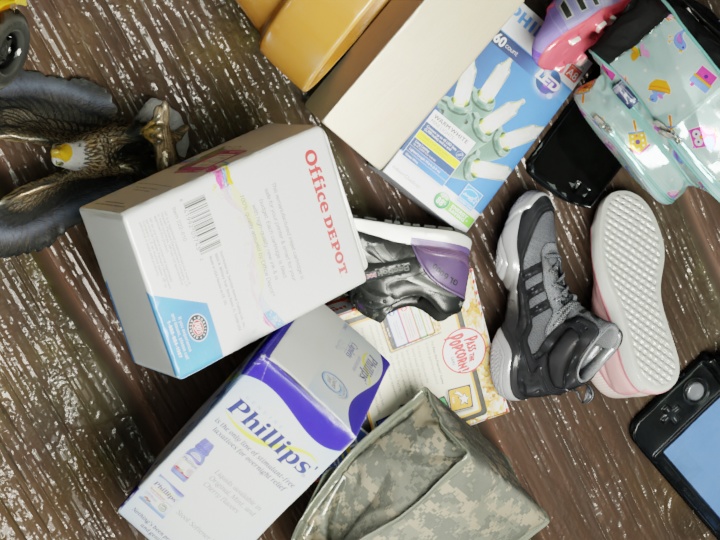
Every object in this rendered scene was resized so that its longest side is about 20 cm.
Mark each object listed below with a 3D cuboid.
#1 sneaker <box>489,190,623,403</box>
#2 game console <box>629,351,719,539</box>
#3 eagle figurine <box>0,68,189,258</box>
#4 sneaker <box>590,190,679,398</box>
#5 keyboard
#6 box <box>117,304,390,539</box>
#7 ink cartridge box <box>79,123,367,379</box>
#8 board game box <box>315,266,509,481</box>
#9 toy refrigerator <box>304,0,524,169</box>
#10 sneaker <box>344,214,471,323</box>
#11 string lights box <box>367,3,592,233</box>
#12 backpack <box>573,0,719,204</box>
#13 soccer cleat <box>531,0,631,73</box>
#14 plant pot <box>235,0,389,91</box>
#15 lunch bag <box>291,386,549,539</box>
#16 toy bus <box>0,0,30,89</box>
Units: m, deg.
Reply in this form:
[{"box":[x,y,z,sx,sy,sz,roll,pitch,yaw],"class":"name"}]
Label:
[{"box":[0.188,0.027,1.400,0.075,0.114,0.200,6,89,-55],"class":"sneaker"},{"box":[0.404,0.181,1.503,0.176,0.116,0.200,-43,108,-4],"class":"game console"},{"box":[-0.249,-0.097,1.284,0.200,0.151,0.152,-3,59,15],"class":"eagle figurine"},{"box":[0.246,0.030,1.456,0.075,0.105,0.200,-2,76,-22],"class":"sneaker"},{"box":[0.255,-0.145,1.447,0.104,0.040,0.200,38,91,5],"class":"keyboard"},{"box":[-0.087,0.142,1.294,0.105,0.184,0.200,43,108,-4],"class":"box"},{"box":[-0.108,-0.021,1.237,0.200,0.085,0.145,-27,111,-30],"class":"ink cartridge box"},{"box":[0.027,0.094,1.420,0.200,0.046,0.152,-18,105,-11],"class":"board game box"},{"box":[0.046,-0.196,1.345,0.076,0.070,0.200,38,95,-27],"class":"toy refrigerator"},{"box":[0.000,0.000,1.354,0.200,0.076,0.088,6,76,-3],"class":"sneaker"},{"box":[0.110,-0.144,1.387,0.103,0.059,0.200,37,89,-17],"class":"string lights box"},{"box":[0.296,-0.141,1.339,0.200,0.176,0.153,43,106,8],"class":"backpack"},{"box":[0.206,-0.247,1.358,0.076,0.067,0.200,43,58,12],"class":"soccer cleat"},{"box":[-0.051,-0.285,1.258,0.183,0.200,0.200,40,89,-3],"class":"plant pot"},{"box":[0.045,0.233,1.392,0.200,0.118,0.164,-42,134,7],"class":"lunch bag"},{"box":[-0.345,-0.236,1.163,0.136,0.192,0.200,20,95,13],"class":"toy bus"}]
